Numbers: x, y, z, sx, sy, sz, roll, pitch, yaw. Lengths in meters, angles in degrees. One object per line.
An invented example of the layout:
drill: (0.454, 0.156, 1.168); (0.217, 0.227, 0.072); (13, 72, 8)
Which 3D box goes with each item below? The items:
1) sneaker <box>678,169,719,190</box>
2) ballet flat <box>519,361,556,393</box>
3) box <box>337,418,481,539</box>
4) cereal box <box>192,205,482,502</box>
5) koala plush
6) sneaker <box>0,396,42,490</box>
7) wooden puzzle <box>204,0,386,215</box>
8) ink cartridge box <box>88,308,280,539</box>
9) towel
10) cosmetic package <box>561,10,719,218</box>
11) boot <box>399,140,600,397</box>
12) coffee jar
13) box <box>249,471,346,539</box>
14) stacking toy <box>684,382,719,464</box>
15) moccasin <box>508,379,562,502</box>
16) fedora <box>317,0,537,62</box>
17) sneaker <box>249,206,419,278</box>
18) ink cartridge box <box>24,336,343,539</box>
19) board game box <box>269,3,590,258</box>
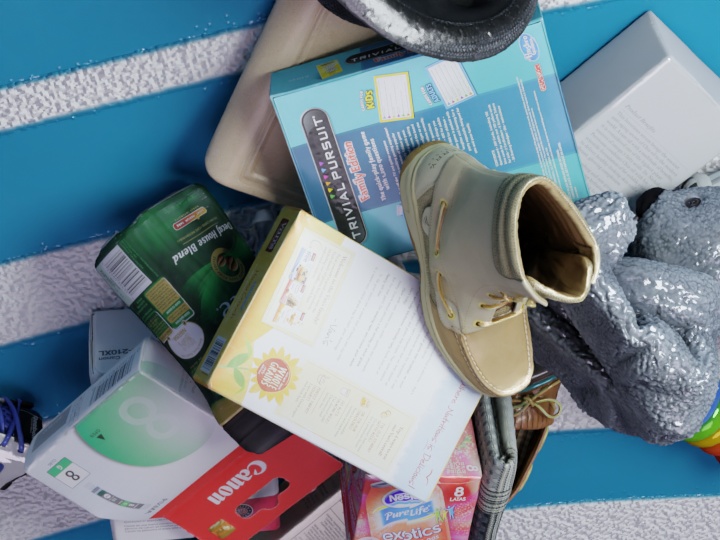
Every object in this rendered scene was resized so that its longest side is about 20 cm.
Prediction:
sneaker: (0.344, -0.015, 1.549); (0.115, 0.075, 0.200); (-25, 128, 9)
ballet flat: (0.198, 0.035, 1.550); (0.200, 0.067, 0.064); (-23, 91, -16)
box: (0.033, 0.129, 1.536); (0.095, 0.200, 0.103); (2, 128, -8)
cereal box: (-0.003, 0.062, 1.382); (0.200, 0.040, 0.144); (31, 84, -24)
koala plush: (0.236, 0.010, 1.409); (0.200, 0.184, 0.177); (-36, 169, -23)
sneaker: (-0.324, 0.120, 1.559); (0.115, 0.081, 0.200); (-11, 137, -4)
wooden puzzle: (0.007, -0.120, 1.416); (0.200, 0.037, 0.185); (20, 112, -17)
ink cartridge box: (-0.144, 0.126, 1.580); (0.145, 0.084, 0.200); (-5, 130, -5)
towel: (0.094, 0.148, 1.563); (0.034, 0.200, 0.193); (2, 133, -9)
cosmetic package: (0.181, -0.092, 1.458); (0.200, 0.071, 0.101); (-38, 124, 22)
boot: (0.107, 0.013, 1.314); (0.073, 0.155, 0.200); (-25, 112, -24)
coffee jar: (-0.102, 0.038, 1.440); (0.200, 0.104, 0.085); (51, 129, 2)
box: (-0.075, 0.263, 1.665); (0.200, 0.078, 0.095); (-38, 116, -1)
stacking toy: (0.296, 0.118, 1.657); (0.085, 0.085, 0.200); (-38, 132, 21)
moccasin: (0.134, 0.115, 1.618); (0.074, 0.078, 0.202); (8, 124, -17)
fedora: (0.025, -0.221, 1.297); (0.200, 0.201, 0.092); (26, 155, -27)
sneaker: (0.000, 0.000, 1.503); (0.200, 0.075, 0.115); (3, 131, -8)
ink cartridge box: (-0.140, 0.156, 1.506); (0.200, 0.050, 0.161); (37, 125, -20)
board game box: (0.052, -0.096, 1.377); (0.200, 0.047, 0.151); (-15, 118, 7)
